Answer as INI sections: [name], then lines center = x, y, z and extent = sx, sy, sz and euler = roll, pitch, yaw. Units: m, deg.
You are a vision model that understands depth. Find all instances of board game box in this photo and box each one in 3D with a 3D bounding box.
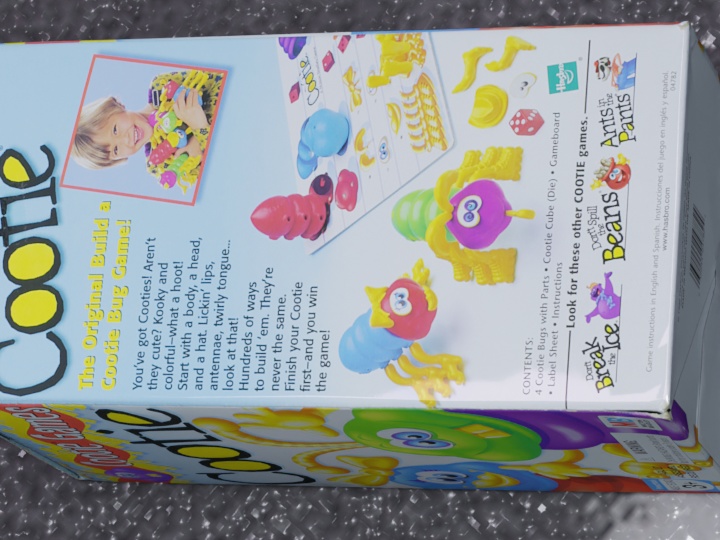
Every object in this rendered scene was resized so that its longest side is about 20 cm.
[board game box]
center = 0.000, 0.000, 0.821
extent = 0.199, 0.103, 0.105
euler = 0, 74, 18
